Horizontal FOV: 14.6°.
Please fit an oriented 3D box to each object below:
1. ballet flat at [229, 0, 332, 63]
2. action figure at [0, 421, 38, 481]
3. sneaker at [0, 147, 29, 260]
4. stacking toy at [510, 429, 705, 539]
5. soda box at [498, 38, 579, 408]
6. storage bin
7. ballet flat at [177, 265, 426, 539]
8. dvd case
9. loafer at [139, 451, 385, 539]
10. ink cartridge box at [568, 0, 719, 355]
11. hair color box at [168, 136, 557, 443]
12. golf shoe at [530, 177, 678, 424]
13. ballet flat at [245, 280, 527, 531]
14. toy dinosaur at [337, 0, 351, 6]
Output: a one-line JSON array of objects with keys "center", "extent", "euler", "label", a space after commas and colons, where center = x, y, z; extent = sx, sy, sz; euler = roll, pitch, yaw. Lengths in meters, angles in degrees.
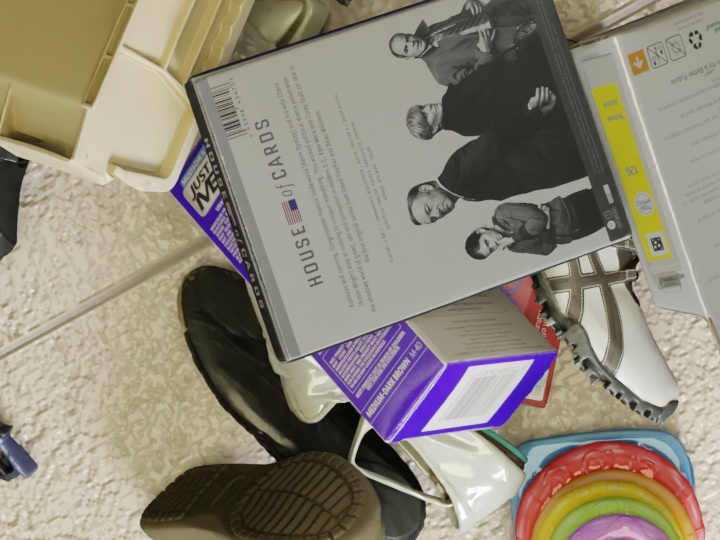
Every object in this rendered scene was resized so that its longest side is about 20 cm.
[{"center": [-0.023, -0.108, 1.522], "extent": [0.072, 0.072, 0.200], "euler": [-51, 57, 9], "label": "ballet flat"}, {"center": [-0.284, 0.075, 1.591], "extent": [0.200, 0.105, 0.194], "euler": [42, 108, -2], "label": "action figure"}, {"center": [-0.196, -0.102, 1.571], "extent": [0.081, 0.073, 0.201], "euler": [1, 99, 4], "label": "sneaker"}, {"center": [0.137, 0.161, 1.531], "extent": [0.109, 0.200, 0.117], "euler": [-4, 98, 4], "label": "stacking toy"}, {"center": [0.093, -0.030, 1.569], "extent": [0.063, 0.070, 0.201], "euler": [12, 100, -1], "label": "soda box"}, {"center": [-0.163, -0.157, 1.447], "extent": [0.199, 0.094, 0.199], "euler": [19, 82, 29], "label": "storage bin"}, {"center": [-0.039, 0.082, 1.606], "extent": [0.066, 0.057, 0.200], "euler": [-39, 89, -17], "label": "ballet flat"}, {"center": [0.026, -0.056, 1.429], "extent": [0.199, 0.025, 0.151], "euler": [-19, 91, -17], "label": "dvd case"}, {"center": [-0.045, 0.147, 1.562], "extent": [0.076, 0.200, 0.068], "euler": [-46, 114, -24], "label": "loafer"}, {"center": [0.219, -0.056, 1.515], "extent": [0.047, 0.197, 0.201], "euler": [-8, 102, 49], "label": "ink cartridge box"}, {"center": [0.000, 0.000, 1.514], "extent": [0.200, 0.109, 0.065], "euler": [50, 118, 25], "label": "hair color box"}, {"center": [0.126, -0.012, 1.500], "extent": [0.094, 0.078, 0.200], "euler": [-35, 101, 4], "label": "golf shoe"}, {"center": [0.002, 0.073, 1.561], "extent": [0.200, 0.069, 0.070], "euler": [38, 98, -5], "label": "ballet flat"}, {"center": [-0.066, -0.228, 1.552], "extent": [0.135, 0.102, 0.200], "euler": [-36, 72, -6], "label": "toy dinosaur"}]
